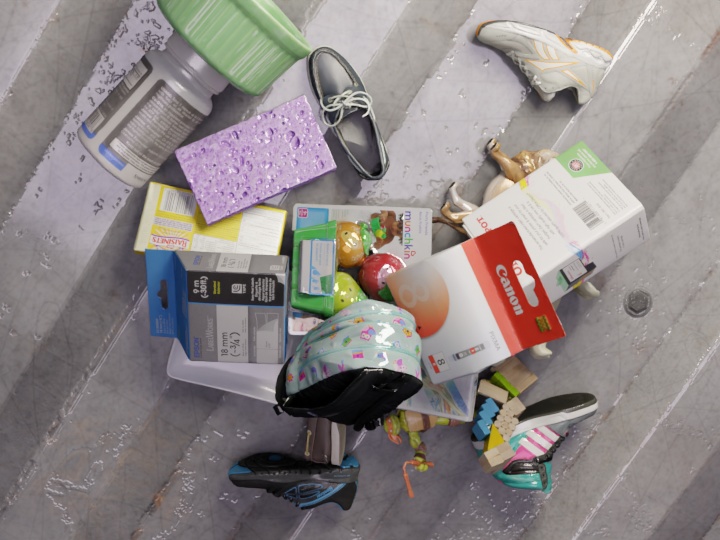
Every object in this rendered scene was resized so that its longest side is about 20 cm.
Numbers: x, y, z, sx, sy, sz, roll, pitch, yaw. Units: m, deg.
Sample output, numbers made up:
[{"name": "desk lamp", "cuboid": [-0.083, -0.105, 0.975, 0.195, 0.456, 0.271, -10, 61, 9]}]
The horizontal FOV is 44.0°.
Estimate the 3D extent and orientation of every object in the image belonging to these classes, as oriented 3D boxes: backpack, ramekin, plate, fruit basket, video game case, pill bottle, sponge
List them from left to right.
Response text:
[{"name": "pill bottle", "cuboid": [-0.270, -0.218, 1.185, 0.114, 0.114, 0.200, 44, 97, -12]}, {"name": "ramekin", "cuboid": [-0.164, -0.318, 1.137, 0.098, 0.200, 0.200, -43, 103, 12]}, {"name": "plate", "cuboid": [-0.165, 0.082, 1.302, 0.198, 0.032, 0.202, 15, 101, -8]}, {"name": "sponge", "cuboid": [-0.145, -0.152, 1.236, 0.198, 0.030, 0.112, -24, 90, -5]}, {"name": "backpack", "cuboid": [-0.007, 0.127, 1.171, 0.166, 0.200, 0.128, 11, 61, -31]}, {"name": "fruit basket", "cuboid": [0.000, 0.000, 1.239, 0.198, 0.094, 0.187, 2, 84, 4]}, {"name": "video game case", "cuboid": [0.075, 0.106, 1.262, 0.198, 0.022, 0.184, 6, 88, 27]}]

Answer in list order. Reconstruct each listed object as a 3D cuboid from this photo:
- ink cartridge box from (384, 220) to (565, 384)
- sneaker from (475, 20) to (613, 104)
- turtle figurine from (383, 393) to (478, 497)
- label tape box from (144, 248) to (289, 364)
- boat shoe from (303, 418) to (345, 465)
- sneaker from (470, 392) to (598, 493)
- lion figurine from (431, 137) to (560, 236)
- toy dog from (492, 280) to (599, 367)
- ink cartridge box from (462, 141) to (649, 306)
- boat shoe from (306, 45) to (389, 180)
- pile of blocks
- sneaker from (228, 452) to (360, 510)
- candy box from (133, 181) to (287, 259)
[{"name": "ink cartridge box", "cuboid": [0.142, 0.047, 1.142, 0.199, 0.050, 0.163, -24, 91, 44]}, {"name": "sneaker", "cuboid": [0.250, -0.288, 1.243, 0.198, 0.076, 0.093, 16, 105, -7]}, {"name": "turtle figurine", "cuboid": [0.101, 0.225, 1.340, 0.160, 0.064, 0.202, -14, 87, -12]}, {"name": "label tape box", "cuboid": [-0.199, 0.051, 1.223, 0.198, 0.063, 0.146, 2, 117, -2]}, {"name": "boat shoe", "cuboid": [-0.053, 0.186, 1.317, 0.059, 0.072, 0.202, 2, 96, 10]}, {"name": "sneaker", "cuboid": [0.280, 0.272, 1.357, 0.198, 0.084, 0.122, -22, 98, 8]}, {"name": "lion figurine", "cuboid": [0.201, -0.106, 1.277, 0.122, 0.073, 0.200, 42, 98, -13]}, {"name": "toy dog", "cuboid": [0.216, 0.048, 1.280, 0.200, 0.140, 0.194, -45, 89, 5]}, {"name": "ink cartridge box", "cuboid": [0.259, -0.055, 1.194, 0.199, 0.145, 0.084, -33, 142, 2]}, {"name": "boat shoe", "cuboid": [-0.017, -0.216, 1.237, 0.074, 0.062, 0.202, -21, 103, 1]}, {"name": "pile of blocks", "cuboid": [0.195, 0.214, 1.310, 0.082, 0.201, 0.062, 26, 138, 1]}, {"name": "sneaker", "cuboid": [-0.100, 0.323, 1.340, 0.198, 0.073, 0.083, 3, 103, -5]}, {"name": "candy box", "cuboid": [-0.209, -0.054, 1.253, 0.198, 0.026, 0.103, 12, 77, -8]}]
